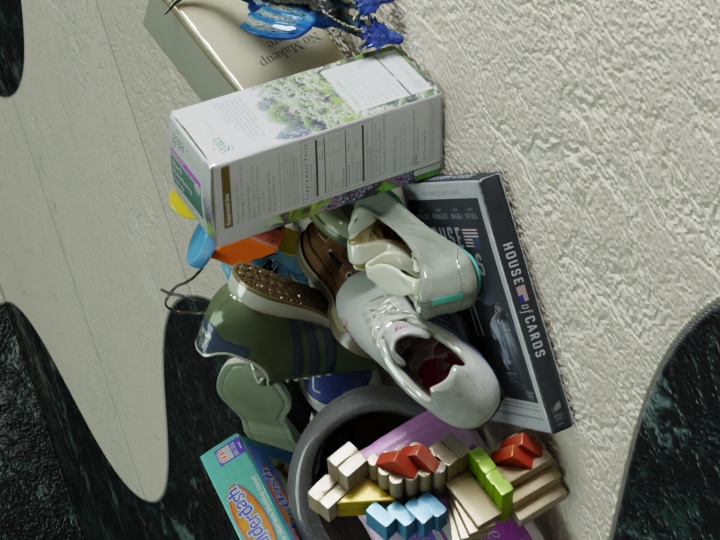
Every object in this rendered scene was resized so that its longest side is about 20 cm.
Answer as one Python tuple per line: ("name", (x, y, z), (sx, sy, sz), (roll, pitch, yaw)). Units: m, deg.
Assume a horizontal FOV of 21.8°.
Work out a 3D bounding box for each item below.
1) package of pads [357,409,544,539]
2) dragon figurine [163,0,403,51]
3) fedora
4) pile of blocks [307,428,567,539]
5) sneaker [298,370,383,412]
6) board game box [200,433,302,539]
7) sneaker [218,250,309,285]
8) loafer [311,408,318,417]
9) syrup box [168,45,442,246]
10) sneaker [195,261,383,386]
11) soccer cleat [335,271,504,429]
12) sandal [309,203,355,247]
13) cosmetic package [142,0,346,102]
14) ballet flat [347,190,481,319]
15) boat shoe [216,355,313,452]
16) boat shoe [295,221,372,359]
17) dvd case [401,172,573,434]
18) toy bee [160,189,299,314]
("package of pads", (0.074, 0.210, 1.508), (0.200, 0.120, 0.076), (58, 178, 15))
("dragon figurine", (-0.061, -0.214, 1.479), (0.099, 0.200, 0.059), (-69, -13, -77))
("fedora", (0.031, 0.188, 1.629), (0.200, 0.177, 0.090), (61, -168, -8))
("pile of blocks", (0.059, 0.164, 1.437), (0.062, 0.200, 0.082), (86, 176, -54))
("sneaker", (0.017, 0.158, 1.724), (0.115, 0.080, 0.200), (33, 145, 54))
("board game box", (-0.057, 0.235, 1.703), (0.152, 0.045, 0.200), (62, -169, 22))
("sneaker", (-0.073, 0.026, 1.814), (0.200, 0.078, 0.090), (61, 171, 0))
("loafer", (-0.019, 0.190, 1.853), (0.072, 0.063, 0.200), (53, 154, 41))
("syrup box", (-0.041, -0.098, 1.440), (0.079, 0.200, 0.082), (50, 152, 43))
("sneaker", (-0.060, 0.063, 1.636), (0.090, 0.200, 0.067), (-52, 43, 16))
("soccer cleat", (0.036, 0.048, 1.465), (0.200, 0.070, 0.086), (41, -178, 42))
("sandal", (-0.031, -0.099, 1.625), (0.201, 0.080, 0.057), (54, 129, 33))
("cosmetic package", (-0.082, -0.171, 1.566), (0.200, 0.103, 0.073), (51, 152, 13))
("ballet flat", (0.024, -0.018, 1.473), (0.200, 0.064, 0.068), (38, 143, 57))
("boat shoe", (-0.086, 0.110, 1.757), (0.201, 0.072, 0.061), (75, -151, -61))
("boat shoe", (0.000, 0.000, 1.638), (0.068, 0.072, 0.200), (-61, 30, 20))
("dvd case", (0.096, 0.023, 1.452), (0.150, 0.025, 0.200), (3, 112, 69))
("toy bee", (-0.129, -0.043, 1.742), (0.200, 0.131, 0.109), (-14, 57, 40))
